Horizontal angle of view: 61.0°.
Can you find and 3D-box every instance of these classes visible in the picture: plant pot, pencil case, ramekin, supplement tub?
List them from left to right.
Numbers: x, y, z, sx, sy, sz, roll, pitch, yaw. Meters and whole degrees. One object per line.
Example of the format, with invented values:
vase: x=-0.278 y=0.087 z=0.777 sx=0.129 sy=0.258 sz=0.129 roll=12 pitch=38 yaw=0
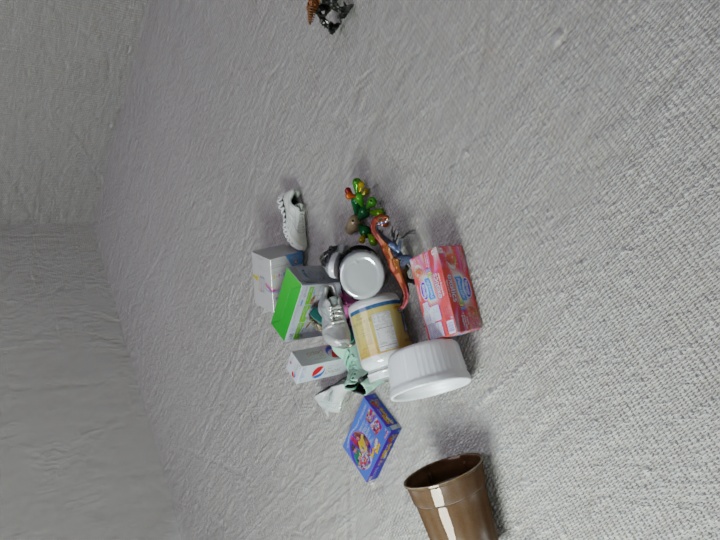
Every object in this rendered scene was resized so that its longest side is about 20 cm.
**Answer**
pencil case: x=-0.047 y=0.124 z=1.762 sx=0.095 sy=0.088 sz=0.204 roll=57 pitch=135 yaw=41
supplement tub: x=0.000 y=0.000 z=1.604 sx=0.200 sy=0.118 sz=0.127 roll=-103 pitch=15 yaw=-82
supplement tub: x=0.056 y=0.175 z=1.591 sx=0.143 sy=0.142 sz=0.206 roll=-28 pitch=72 yaw=48
ramekin: x=0.156 y=0.234 z=1.438 sx=0.199 sy=0.196 sz=0.101 roll=-35 pitch=59 yaw=46
plant pot: x=0.221 y=0.554 z=1.400 sx=0.198 sy=0.197 sz=0.204 roll=-25 pitch=82 yaw=49

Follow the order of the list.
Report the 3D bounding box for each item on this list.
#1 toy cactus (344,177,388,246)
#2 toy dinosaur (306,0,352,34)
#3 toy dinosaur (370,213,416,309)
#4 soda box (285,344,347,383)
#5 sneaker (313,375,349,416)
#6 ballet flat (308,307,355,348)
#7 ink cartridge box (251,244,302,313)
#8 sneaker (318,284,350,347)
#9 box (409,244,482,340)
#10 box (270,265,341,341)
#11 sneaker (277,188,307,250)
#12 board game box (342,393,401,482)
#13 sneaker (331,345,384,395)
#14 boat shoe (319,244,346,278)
toy cactus: x=-0.004 y=-0.145 z=1.689 sx=0.204 sy=0.100 sz=0.165 roll=64 pitch=146 yaw=12
toy dinosaur: x=-0.104 y=-0.734 z=1.703 sx=0.203 sy=0.135 sz=0.102 roll=-59 pitch=16 yaw=-20
toy dinosaur: x=0.087 y=-0.046 z=1.523 sx=0.179 sy=0.203 sz=0.105 roll=34 pitch=145 yaw=-9
soda box: x=-0.114 y=0.265 z=1.769 sx=0.068 sy=0.196 sz=0.065 roll=44 pitch=124 yaw=37
sneaker: x=-0.063 y=0.374 z=1.832 sx=0.082 sy=0.070 sz=0.200 roll=59 pitch=139 yaw=8
ballet flat: x=-0.070 y=0.173 z=1.700 sx=0.198 sy=0.067 sz=0.077 roll=31 pitch=147 yaw=40
ink cartridge box: x=-0.264 y=0.037 z=1.979 sx=0.124 sy=0.126 sz=0.207 roll=18 pitch=116 yaw=48
sneaker: x=-0.072 y=0.118 z=1.610 sx=0.202 sy=0.068 sz=0.082 roll=-114 pitch=26 yaw=-47
box: x=0.199 y=0.054 z=1.438 sx=0.102 sy=0.093 sz=0.206 roll=-26 pitch=73 yaw=48
box: x=-0.150 y=0.096 z=1.816 sx=0.097 sy=0.173 sz=0.205 roll=43 pitch=125 yaw=38
sneaker: x=-0.207 y=-0.164 z=1.950 sx=0.080 sy=0.074 sz=0.206 roll=-27 pitch=75 yaw=36
board game box: x=0.029 y=0.473 z=1.732 sx=0.135 sy=0.044 sz=0.204 roll=47 pitch=128 yaw=38
sneaker: x=-0.029 y=0.262 z=1.686 sx=0.197 sy=0.117 sz=0.075 roll=29 pitch=133 yaw=28
boat shoe: x=-0.084 y=-0.031 z=1.714 sx=0.064 sy=0.201 sz=0.072 roll=3 pitch=111 yaw=6
